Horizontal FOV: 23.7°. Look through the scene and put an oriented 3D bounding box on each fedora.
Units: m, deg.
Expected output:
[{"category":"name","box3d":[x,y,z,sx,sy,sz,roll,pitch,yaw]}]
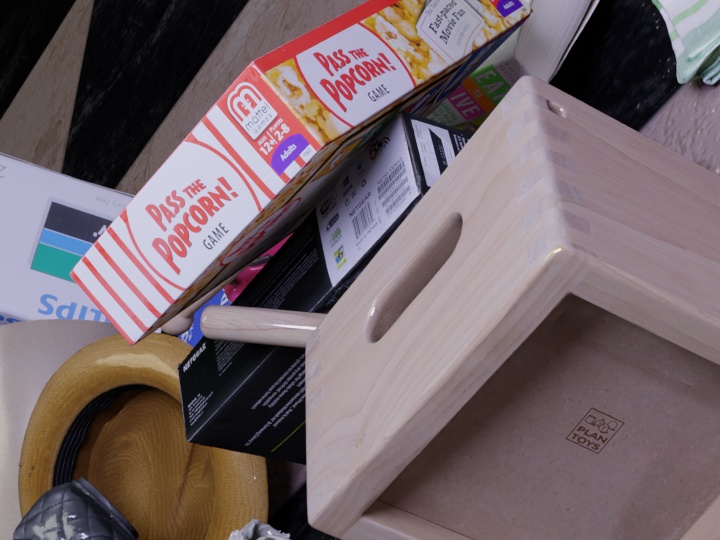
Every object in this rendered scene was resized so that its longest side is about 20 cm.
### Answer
[{"category":"fedora","box3d":[-0.121,0.132,1.067,0.200,0.082,0.201,4,97,30]}]

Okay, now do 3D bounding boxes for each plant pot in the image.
[{"category":"plant pot","box3d":[-0.209,0.164,1.189,0.187,0.187,0.200,-41,48,45]}]

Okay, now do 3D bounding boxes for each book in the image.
[{"category":"book","box3d":[0.039,-0.121,0.954,0.200,0.048,0.134,-19,34,45]}]

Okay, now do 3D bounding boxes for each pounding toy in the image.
[{"category":"pounding toy","box3d":[0.061,0.036,0.669,0.200,0.184,0.142,-50,26,32]}]

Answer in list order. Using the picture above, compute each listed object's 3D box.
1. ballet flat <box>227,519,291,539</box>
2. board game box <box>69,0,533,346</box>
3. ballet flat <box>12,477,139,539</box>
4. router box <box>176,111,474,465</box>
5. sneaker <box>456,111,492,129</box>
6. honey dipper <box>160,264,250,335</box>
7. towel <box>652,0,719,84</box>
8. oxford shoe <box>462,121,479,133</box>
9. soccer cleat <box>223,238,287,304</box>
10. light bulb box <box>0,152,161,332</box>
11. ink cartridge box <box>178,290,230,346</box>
[{"category":"ballet flat","box3d":[-0.039,0.178,0.899,0.072,0.072,0.200,-64,23,1]},{"category":"board game box","box3d":[-0.022,-0.060,0.776,0.151,0.046,0.200,-43,-3,37]},{"category":"ballet flat","box3d":[-0.123,0.197,0.980,0.057,0.066,0.200,-42,59,-13]},{"category":"router box","box3d":[0.027,0.024,0.800,0.200,0.149,0.051,-46,41,37]},{"category":"sneaker","box3d":[0.030,-0.042,0.967,0.075,0.076,0.200,-8,58,66]},{"category":"honey dipper","box3d":[-0.060,-0.013,0.981,0.200,0.038,0.038,-40,32,43]},{"category":"towel","box3d":[0.186,-0.194,0.845,0.153,0.023,0.200,-52,25,28]},{"category":"oxford shoe","box3d":[0.000,0.000,0.900,0.200,0.073,0.071,-36,5,3]},{"category":"soccer cleat","box3d":[-0.044,-0.013,1.104,0.070,0.086,0.200,-18,30,10]},{"category":"light bulb box","box3d":[-0.252,0.015,1.331,0.200,0.198,0.125,129,156,-63]},{"category":"ink cartridge box","box3d":[-0.088,-0.017,1.248,0.094,0.044,0.200,-48,28,39]}]
